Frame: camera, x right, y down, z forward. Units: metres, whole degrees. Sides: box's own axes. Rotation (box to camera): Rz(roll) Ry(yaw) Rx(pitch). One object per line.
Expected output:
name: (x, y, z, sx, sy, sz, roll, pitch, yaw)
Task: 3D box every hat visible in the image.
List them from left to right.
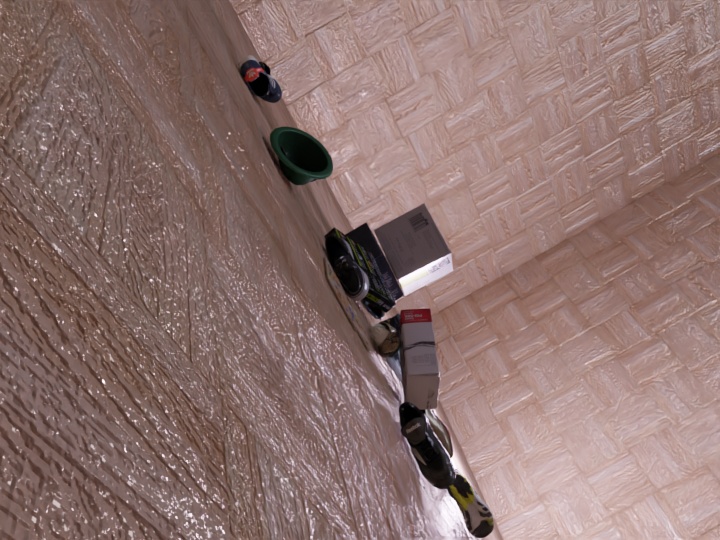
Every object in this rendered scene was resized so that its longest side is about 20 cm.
hat: (-0.170, -0.226, 1.615, 0.196, 0.177, 0.168, 4, 50, -40)

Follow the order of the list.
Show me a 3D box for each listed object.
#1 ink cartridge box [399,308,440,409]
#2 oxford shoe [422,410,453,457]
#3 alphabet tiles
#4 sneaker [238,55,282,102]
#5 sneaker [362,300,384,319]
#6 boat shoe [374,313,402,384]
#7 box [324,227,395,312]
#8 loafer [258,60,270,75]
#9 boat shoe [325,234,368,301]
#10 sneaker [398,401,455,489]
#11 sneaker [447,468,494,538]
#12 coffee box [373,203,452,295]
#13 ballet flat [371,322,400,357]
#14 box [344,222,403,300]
ink cartridge box: (0.142, 0.220, 1.645, 0.149, 0.080, 0.203, 89, -1, -45)
oxford shoe: (0.170, 0.399, 1.705, 0.203, 0.070, 0.073, 60, 24, 16)
alphabet tiles: (-0.030, 0.078, 1.475, 0.203, 0.007, 0.168, 62, 3, -17)
sneaker: (-0.269, -0.506, 1.844, 0.086, 0.074, 0.199, 62, 12, 23)
sneaker: (0.029, 0.056, 1.972, 0.203, 0.078, 0.096, 61, 5, -22)
boat shoe: (0.110, 0.214, 1.860, 0.203, 0.089, 0.071, 65, 5, 33)
box: (0.000, 0.000, 1.816, 0.192, 0.047, 0.203, 29, 28, -48)
loafer: (-0.292, -0.569, 1.955, 0.074, 0.070, 0.200, 61, 4, -9)
boat shoe: (-0.039, -0.013, 1.591, 0.066, 0.069, 0.203, 34, 26, -43)
sneaker: (0.121, 0.337, 1.308, 0.091, 0.066, 0.201, 56, 3, -38)
sneaker: (0.277, 0.583, 1.686, 0.203, 0.073, 0.085, 62, 3, -12)
coffee box: (0.185, -0.068, 2.267, 0.203, 0.196, 0.198, 64, 2, 20)
ballet flat: (0.060, 0.172, 1.720, 0.075, 0.068, 0.200, 41, 5, -4)
box: (0.032, -0.010, 2.199, 0.198, 0.122, 0.202, 57, 6, -38)
